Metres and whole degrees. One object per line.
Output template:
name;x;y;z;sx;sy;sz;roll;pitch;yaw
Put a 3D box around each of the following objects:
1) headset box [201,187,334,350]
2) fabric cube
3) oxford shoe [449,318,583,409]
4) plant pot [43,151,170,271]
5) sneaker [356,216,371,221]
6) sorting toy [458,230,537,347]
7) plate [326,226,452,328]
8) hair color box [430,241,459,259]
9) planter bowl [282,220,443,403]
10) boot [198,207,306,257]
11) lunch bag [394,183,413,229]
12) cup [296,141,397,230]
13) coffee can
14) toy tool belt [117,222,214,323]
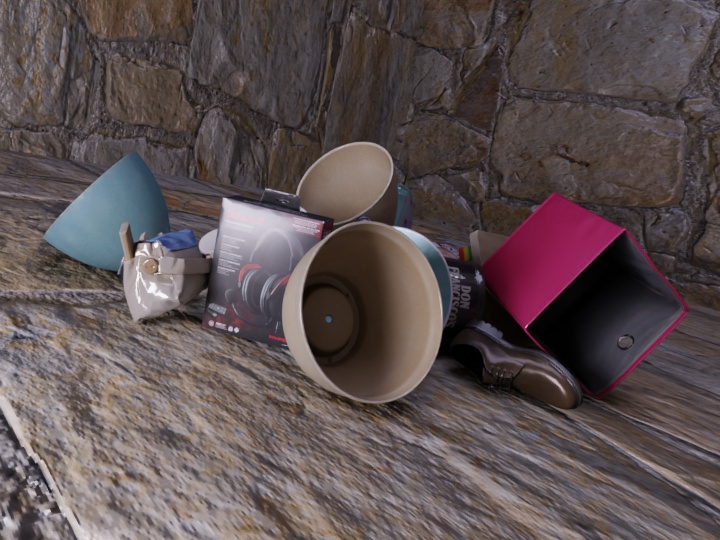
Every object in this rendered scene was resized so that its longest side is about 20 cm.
headset box;-0.126;-0.008;0.805;0.145;0.205;0.075;14;9;6
fabric cube;0.337;0.035;0.914;0.199;0.197;0.200;41;8;-22
oxford shoe;0.211;0.147;0.813;0.198;0.074;0.084;24;40;36
plant pot;-0.398;-0.078;0.966;0.135;0.200;0.200;46;0;-18
sneaker;0.000;0.000;1.030;0.086;0.201;0.075;22;44;-8
sorting toy;0.266;0.044;1.080;0.197;0.204;0.069;7;-18;-40
plate;0.035;0.037;0.821;0.196;0.204;0.026;16;-11;21
hair color box;0.159;-0.005;1.128;0.100;0.061;0.199;40;20;24
planter bowl;-0.016;0.055;0.704;0.197;0.206;0.134;5;-12;-34
boot;-0.180;-0.046;1.032;0.196;0.091;0.074;-17;49;-4
lunch bag;0.051;-0.076;1.255;0.119;0.174;0.200;18;-19;-1
cup;-0.006;-0.121;1.111;0.198;0.202;0.144;20;-24;38
coffee can;0.083;0.042;0.941;0.195;0.150;0.146;9;11;-12
toy tool belt;-0.268;-0.018;0.807;0.122;0.125;0.200;-21;9;6
